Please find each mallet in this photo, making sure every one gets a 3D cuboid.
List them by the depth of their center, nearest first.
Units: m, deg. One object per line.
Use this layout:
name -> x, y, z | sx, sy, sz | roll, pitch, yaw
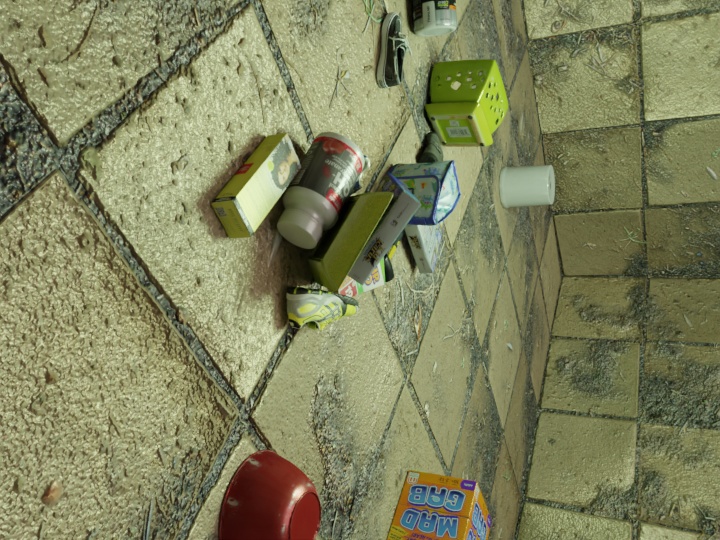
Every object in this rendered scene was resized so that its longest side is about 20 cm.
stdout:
mallet -> 0.084, -0.044, 1.527 | 0.201, 0.040, 0.067 | -54, 135, -54

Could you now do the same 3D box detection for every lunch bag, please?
lunch bag -> 0.134, -0.176, 1.477 | 0.201, 0.167, 0.129 | -59, 139, -41

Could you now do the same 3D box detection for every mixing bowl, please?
mixing bowl -> -0.136, 0.416, 1.030 | 0.199, 0.106, 0.206 | 2, 88, -61

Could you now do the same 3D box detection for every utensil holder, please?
utensil holder -> 0.691, -0.347, 2.513 | 0.169, 0.196, 0.175 | -3, 93, -62

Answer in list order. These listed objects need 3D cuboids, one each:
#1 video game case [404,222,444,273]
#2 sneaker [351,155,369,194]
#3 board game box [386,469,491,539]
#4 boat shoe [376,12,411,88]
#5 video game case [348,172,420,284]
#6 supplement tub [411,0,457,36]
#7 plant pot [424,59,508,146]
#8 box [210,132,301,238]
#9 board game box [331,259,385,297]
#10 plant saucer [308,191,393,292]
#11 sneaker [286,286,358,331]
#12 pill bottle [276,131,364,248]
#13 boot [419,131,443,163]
video game case -> 0.176, -0.128, 1.673 | 0.202, 0.044, 0.183 | -71, 147, -41
sneaker -> -0.045, -0.175, 1.232 | 0.202, 0.075, 0.076 | -66, 145, -33
board game box -> 0.214, 0.684, 1.603 | 0.202, 0.196, 0.202 | -63, 142, -40
boat shoe -> 0.088, -0.545, 1.492 | 0.074, 0.067, 0.204 | 41, 54, -55
video game case -> 0.032, -0.086, 1.174 | 0.183, 0.045, 0.200 | -56, -165, 12
supplement tub -> 0.197, -0.750, 1.645 | 0.122, 0.120, 0.205 | -23, 110, -60
plant pot -> 0.307, -0.479, 1.790 | 0.199, 0.196, 0.185 | 50, 53, -51
box -> -0.170, -0.146, 1.022 | 0.202, 0.049, 0.076 | -63, 141, -40
board game box -> 0.000, 0.000, 1.349 | 0.199, 0.029, 0.098 | -20, 108, -56
plant saucer -> -0.033, -0.067, 1.136 | 0.047, 0.199, 0.202 | 32, 85, -14
sneaker -> -0.078, 0.077, 1.189 | 0.198, 0.074, 0.078 | 11, 88, -52
pill bottle -> -0.077, -0.146, 1.124 | 0.111, 0.109, 0.203 | 54, 53, -48
boot -> 0.228, -0.291, 1.773 | 0.132, 0.066, 0.202 | -69, 148, -44
